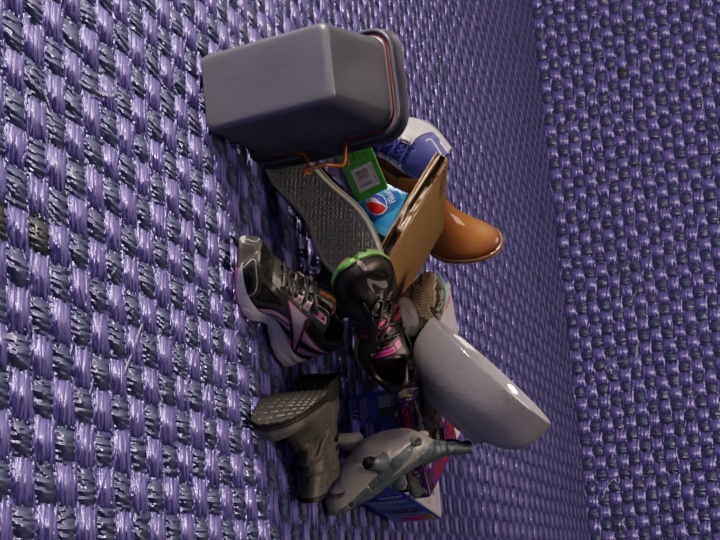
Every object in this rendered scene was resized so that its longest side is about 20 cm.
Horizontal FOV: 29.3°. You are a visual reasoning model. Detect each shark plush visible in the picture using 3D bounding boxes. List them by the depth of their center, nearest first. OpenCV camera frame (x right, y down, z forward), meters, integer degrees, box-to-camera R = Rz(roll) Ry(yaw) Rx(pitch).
[{"bbox_3d":[0.042,0.230,1.655,0.198,0.090,0.085,-16,111,-40],"label":"shark plush"}]

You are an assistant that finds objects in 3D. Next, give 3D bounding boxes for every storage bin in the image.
[{"bbox_3d":[-0.068,-0.181,1.448,0.134,0.197,0.148,8,74,-61],"label":"storage bin"}]

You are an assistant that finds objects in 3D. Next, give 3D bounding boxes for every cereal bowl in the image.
[{"bbox_3d":[0.139,0.154,1.720,0.200,0.084,0.200,40,3,-3],"label":"cereal bowl"}]

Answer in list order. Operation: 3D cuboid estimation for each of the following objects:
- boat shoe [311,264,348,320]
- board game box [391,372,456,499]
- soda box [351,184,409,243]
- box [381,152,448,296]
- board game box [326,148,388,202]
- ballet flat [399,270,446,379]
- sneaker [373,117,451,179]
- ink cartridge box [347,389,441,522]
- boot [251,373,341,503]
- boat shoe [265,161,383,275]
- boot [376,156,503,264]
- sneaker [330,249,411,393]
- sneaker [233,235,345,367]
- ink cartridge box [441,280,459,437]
[{"bbox_3d":[-0.038,0.025,1.660,0.072,0.067,0.200,59,6,-6],"label":"boat shoe"},{"bbox_3d":[0.085,0.201,1.780,0.200,0.032,0.122,-45,126,-71],"label":"board game box"},{"bbox_3d":[0.028,-0.054,1.795,0.065,0.067,0.200,-62,167,-12],"label":"soda box"},{"bbox_3d":[0.065,-0.037,1.768,0.165,0.021,0.201,-59,167,-19],"label":"box"},{"bbox_3d":[-0.030,-0.172,1.636,0.200,0.040,0.155,-126,-167,-75],"label":"board game box"},{"bbox_3d":[0.056,0.085,1.813,0.068,0.075,0.201,53,-36,28],"label":"ballet flat"},{"bbox_3d":[0.010,-0.177,1.792,0.199,0.081,0.115,38,35,7],"label":"sneaker"},{"bbox_3d":[0.040,0.237,1.777,0.200,0.075,0.138,50,33,-63],"label":"ink cartridge box"},{"bbox_3d":[-0.057,0.193,1.500,0.200,0.067,0.133,-25,111,-72],"label":"boot"},{"bbox_3d":[-0.035,-0.062,1.574,0.201,0.074,0.062,52,10,13],"label":"boat shoe"},{"bbox_3d":[0.102,-0.089,1.906,0.156,0.197,0.074,83,23,-55],"label":"boot"},{"bbox_3d":[0.023,0.056,1.514,0.084,0.076,0.201,54,-12,45],"label":"sneaker"},{"bbox_3d":[-0.071,0.027,1.485,0.201,0.085,0.081,59,27,-54],"label":"sneaker"},{"bbox_3d":[0.098,0.133,2.012,0.147,0.082,0.203,-46,127,-69],"label":"ink cartridge box"}]
